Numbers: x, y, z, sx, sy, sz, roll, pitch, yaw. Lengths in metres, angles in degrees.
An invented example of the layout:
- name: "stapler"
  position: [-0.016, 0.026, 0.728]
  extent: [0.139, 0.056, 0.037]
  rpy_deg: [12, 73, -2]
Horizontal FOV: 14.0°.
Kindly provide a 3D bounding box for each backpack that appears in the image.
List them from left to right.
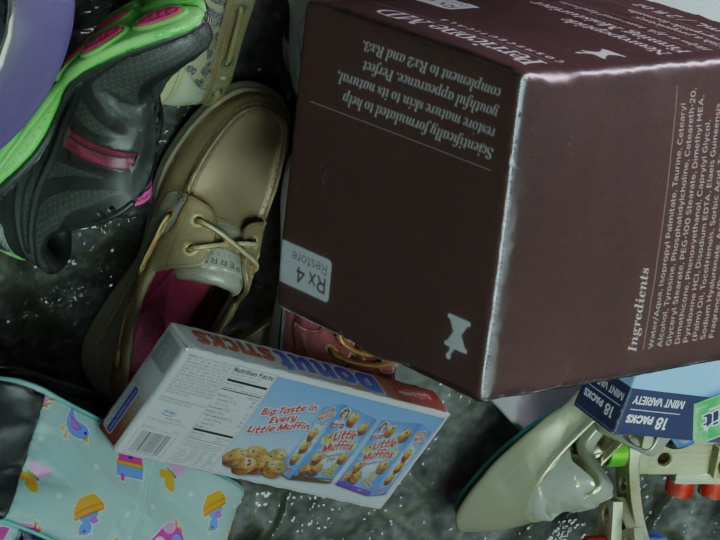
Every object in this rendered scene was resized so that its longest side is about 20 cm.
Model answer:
- name: "backpack"
  position: [-0.171, 0.137, 1.577]
  extent: [0.200, 0.176, 0.154]
  rpy_deg: [18, 75, -38]

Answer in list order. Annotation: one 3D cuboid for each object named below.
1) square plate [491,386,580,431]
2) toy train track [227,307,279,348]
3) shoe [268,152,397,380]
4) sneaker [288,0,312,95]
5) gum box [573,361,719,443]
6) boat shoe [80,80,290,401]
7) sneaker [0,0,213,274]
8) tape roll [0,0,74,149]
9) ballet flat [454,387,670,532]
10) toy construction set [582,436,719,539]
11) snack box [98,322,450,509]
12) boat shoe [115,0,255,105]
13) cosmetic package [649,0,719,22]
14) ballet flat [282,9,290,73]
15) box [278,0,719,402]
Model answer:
- name: "square plate"
  position: [0.133, -0.004, 1.699]
  extent: [0.198, 0.028, 0.200]
  rpy_deg: [-45, 149, 1]
- name: "toy train track"
  position: [0.000, 0.000, 1.668]
  extent: [0.200, 0.033, 0.115]
  rpy_deg: [-34, 113, -17]
- name: "shoe"
  position: [-0.002, 0.028, 1.602]
  extent: [0.071, 0.091, 0.201]
  rpy_deg: [-5, 102, -25]
- name: "sneaker"
  position: [-0.003, -0.148, 1.513]
  extent: [0.073, 0.071, 0.200]
  rpy_deg: [-33, 140, -19]
- name: "gum box"
  position: [0.228, 0.002, 1.678]
  extent: [0.170, 0.045, 0.200]
  rpy_deg: [7, 108, -37]
- name: "boat shoe"
  position: [-0.086, -0.005, 1.614]
  extent: [0.074, 0.069, 0.200]
  rpy_deg: [16, 107, -30]
- name: "sneaker"
  position: [-0.130, -0.073, 1.524]
  extent: [0.084, 0.077, 0.200]
  rpy_deg: [40, 127, -6]
- name: "tape roll"
  position: [-0.249, -0.142, 1.466]
  extent: [0.199, 0.085, 0.201]
  rpy_deg: [-10, 118, -19]
- name: "ballet flat"
  position: [0.142, 0.099, 1.745]
  extent: [0.200, 0.069, 0.069]
  rpy_deg: [-45, 123, 6]
- name: "toy construction set"
  position: [0.215, 0.136, 1.810]
  extent: [0.200, 0.092, 0.131]
  rpy_deg: [-7, 118, -33]
- name: "snack box"
  position: [-0.042, 0.080, 1.552]
  extent: [0.200, 0.024, 0.072]
  rpy_deg: [17, 116, -44]
- name: "boat shoe"
  position: [-0.075, -0.177, 1.540]
  extent: [0.063, 0.073, 0.200]
  rpy_deg: [3, 125, -34]
- name: "cosmetic package"
  position: [0.148, -0.163, 1.629]
  extent: [0.200, 0.081, 0.113]
  rpy_deg: [-23, 115, -11]
- name: "ballet flat"
  position: [0.003, -0.193, 1.583]
  extent: [0.066, 0.057, 0.200]
  rpy_deg: [-1, 122, -44]
- name: "box"
  position: [0.090, -0.045, 1.477]
  extent: [0.200, 0.166, 0.165]
  rpy_deg: [-8, 112, -40]
